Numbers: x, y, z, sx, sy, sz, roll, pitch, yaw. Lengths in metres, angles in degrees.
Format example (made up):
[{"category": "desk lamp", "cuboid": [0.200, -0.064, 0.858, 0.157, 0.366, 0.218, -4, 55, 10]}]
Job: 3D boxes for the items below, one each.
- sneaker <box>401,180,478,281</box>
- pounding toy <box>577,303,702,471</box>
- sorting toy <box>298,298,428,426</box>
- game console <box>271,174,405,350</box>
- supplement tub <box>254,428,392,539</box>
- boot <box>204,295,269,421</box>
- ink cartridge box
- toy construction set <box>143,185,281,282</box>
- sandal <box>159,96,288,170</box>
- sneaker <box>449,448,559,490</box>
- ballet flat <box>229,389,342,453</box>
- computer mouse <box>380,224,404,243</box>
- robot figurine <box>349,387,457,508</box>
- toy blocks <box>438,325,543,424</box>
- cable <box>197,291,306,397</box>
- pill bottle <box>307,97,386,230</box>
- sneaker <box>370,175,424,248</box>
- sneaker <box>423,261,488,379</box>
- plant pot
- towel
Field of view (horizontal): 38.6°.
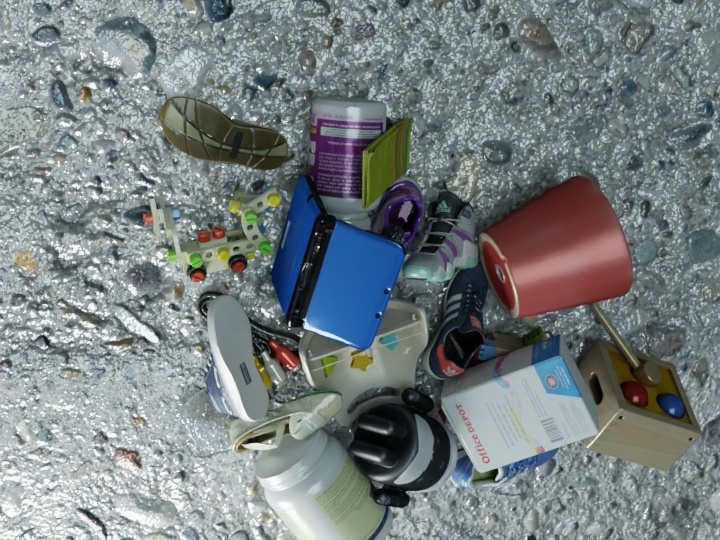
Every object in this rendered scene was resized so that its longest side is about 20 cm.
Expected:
[{"category": "sneaker", "cuboid": [0.117, -0.063, 1.535, 0.078, 0.200, 0.140, 5, 103, 25]}, {"category": "pounding toy", "cuboid": [0.435, 0.186, 1.669, 0.184, 0.200, 0.142, 18, 126, -18]}, {"category": "sorting toy", "cuboid": [0.007, 0.151, 1.594, 0.200, 0.107, 0.180, -18, 115, -12]}, {"category": "game console", "cuboid": [-0.038, -0.011, 1.477, 0.118, 0.171, 0.200, 2, 129, -24]}, {"category": "supplement tub", "cuboid": [-0.058, 0.349, 1.593, 0.145, 0.145, 0.200, -36, 109, -4]}, {"category": "boot", "cuboid": [-0.205, 0.131, 1.527, 0.073, 0.090, 0.200, -28, 112, -44]}, {"category": "ink cartridge box", "cuboid": [0.242, 0.204, 1.566, 0.200, 0.085, 0.145, -23, 107, 18]}, {"category": "toy construction set", "cuboid": [-0.211, -0.058, 1.486, 0.199, 0.092, 0.131, -4, 129, -6]}, {"category": "sandal", "cuboid": [-0.199, -0.195, 1.481, 0.200, 0.054, 0.080, 14, 105, -32]}, {"category": "sneaker", "cuboid": [0.243, 0.320, 1.699, 0.200, 0.077, 0.076, -17, 105, -11]}, {"category": "ballet flat", "cuboid": [-0.110, 0.236, 1.556, 0.200, 0.062, 0.067, -20, 139, 24]}, {"category": "computer mouse", "cuboid": [0.000, 0.000, 1.540, 0.200, 0.059, 0.034, -39, 150, 31]}, {"category": "robot figurine", "cuboid": [0.066, 0.276, 1.595, 0.150, 0.125, 0.200, -43, 143, 14]}, {"category": "toy blocks", "cuboid": [0.204, 0.177, 1.649, 0.136, 0.100, 0.200, 9, 115, -7]}, {"category": "cable", "cuboid": [-0.158, 0.102, 1.553, 0.097, 0.050, 0.200, -34, 113, 18]}, {"category": "pill bottle", "cuboid": [-0.022, -0.149, 1.501, 0.112, 0.112, 0.201, 1, 102, -14]}, {"category": "sneaker", "cuboid": [0.041, -0.044, 1.555, 0.080, 0.088, 0.200, 21, 98, -19]}, {"category": "sneaker", "cuboid": [0.167, 0.075, 1.591, 0.075, 0.084, 0.200, 26, 73, -22]}, {"category": "plant pot", "cuboid": [0.287, -0.023, 1.564, 0.177, 0.200, 0.201, -21, 107, -8]}, {"category": "towel", "cuboid": [0.040, -0.156, 1.478, 0.018, 0.200, 0.086, 6, 112, 17]}]
